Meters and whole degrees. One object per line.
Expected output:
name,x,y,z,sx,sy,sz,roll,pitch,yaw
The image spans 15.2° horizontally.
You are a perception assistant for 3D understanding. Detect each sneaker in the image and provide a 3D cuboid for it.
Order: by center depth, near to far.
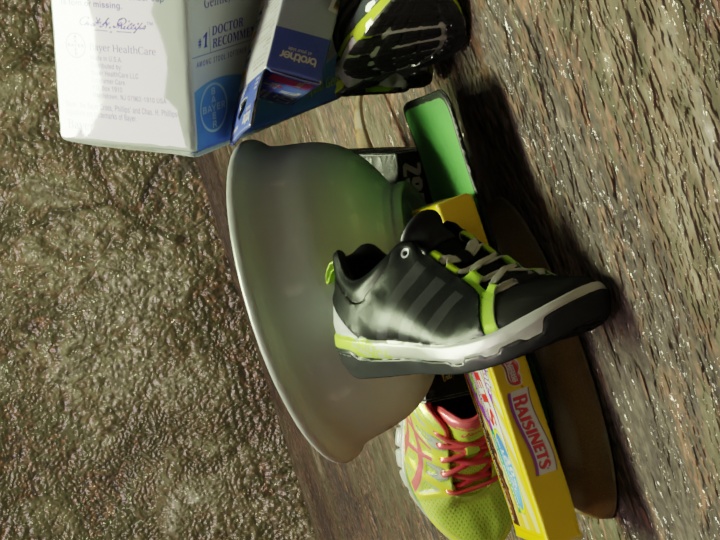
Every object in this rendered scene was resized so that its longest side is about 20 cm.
sneaker,0.045,0.009,1.433,0.199,0.071,0.083,-9,97,48
sneaker,0.012,-0.154,1.573,0.200,0.073,0.082,145,114,-78
sneaker,0.064,0.105,1.815,0.090,0.078,0.201,-135,27,-69

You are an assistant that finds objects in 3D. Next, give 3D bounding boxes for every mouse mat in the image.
mouse mat,0.067,-0.006,1.564,0.161,0.007,0.201,-177,67,-83

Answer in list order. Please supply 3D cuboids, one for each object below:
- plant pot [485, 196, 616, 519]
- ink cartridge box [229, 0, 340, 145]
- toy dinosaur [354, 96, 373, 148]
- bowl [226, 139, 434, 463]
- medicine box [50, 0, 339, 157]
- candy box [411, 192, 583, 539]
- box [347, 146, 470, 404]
plant pot,0.102,0.056,1.594,0.200,0.027,0.201,161,90,-82
ink cartridge box,-0.032,-0.170,1.565,0.119,0.042,0.201,163,124,-80
toy dinosaur,0.017,-0.038,1.868,0.106,0.060,0.201,-149,41,-81
bowl,0.001,0.006,1.598,0.201,0.090,0.202,-17,-90,-75
medicine box,-0.098,-0.189,1.654,0.182,0.102,0.202,-26,-61,-56
candy box,0.076,0.056,1.527,0.102,0.026,0.201,167,84,-81
box,0.000,0.000,1.769,0.200,0.049,0.161,1,99,59
